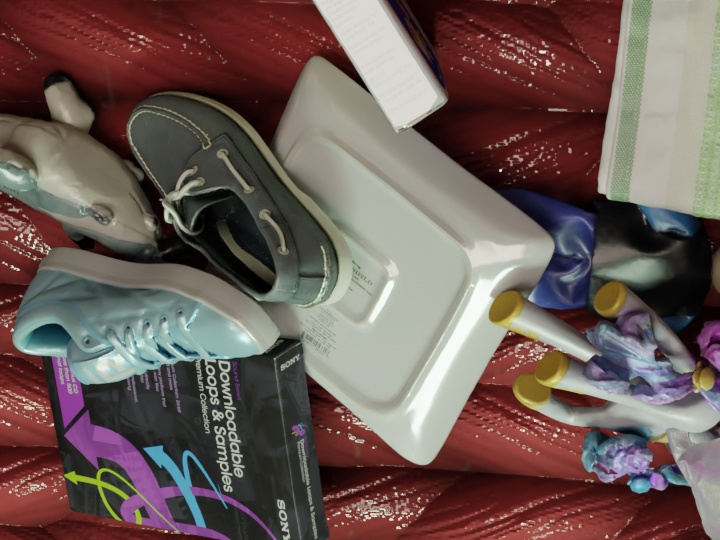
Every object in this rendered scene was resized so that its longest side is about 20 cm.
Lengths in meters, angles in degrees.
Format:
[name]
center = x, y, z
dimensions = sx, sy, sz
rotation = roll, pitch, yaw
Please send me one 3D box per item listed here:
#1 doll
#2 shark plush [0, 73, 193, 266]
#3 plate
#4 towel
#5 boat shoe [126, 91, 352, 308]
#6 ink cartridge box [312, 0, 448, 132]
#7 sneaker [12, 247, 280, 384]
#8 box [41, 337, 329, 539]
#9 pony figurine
[doll]
center = 0.154, -0.012, 1.646
dimensions = 0.200, 0.048, 0.137
rotation = 9, 115, 14
[shark plush]
center = -0.172, -0.045, 1.746
dimensions = 0.200, 0.091, 0.083
rotation = 30, 142, -9
[plate]
center = 0.000, 0.000, 1.678
dimensions = 0.200, 0.032, 0.200
rotation = 38, 125, 15
[towel]
center = 0.247, -0.100, 1.572
dimensions = 0.200, 0.031, 0.149
rotation = 9, 100, 11
[boat shoe]
center = -0.088, -0.046, 1.665
dimensions = 0.200, 0.062, 0.073
rotation = 43, 125, 29
[ink cartridge box]
center = -0.019, -0.186, 1.545
dimensions = 0.047, 0.198, 0.200
rotation = -32, 101, 7
[sneaker]
center = -0.138, 0.043, 1.688
dimensions = 0.200, 0.082, 0.074
rotation = 8, 152, 42
[box]
center = -0.117, 0.104, 1.765
dimensions = 0.200, 0.036, 0.143
rotation = 6, 115, 32
[pony figurine]
center = 0.196, 0.076, 1.594
dimensions = 0.200, 0.167, 0.193
rotation = 30, 160, -29
